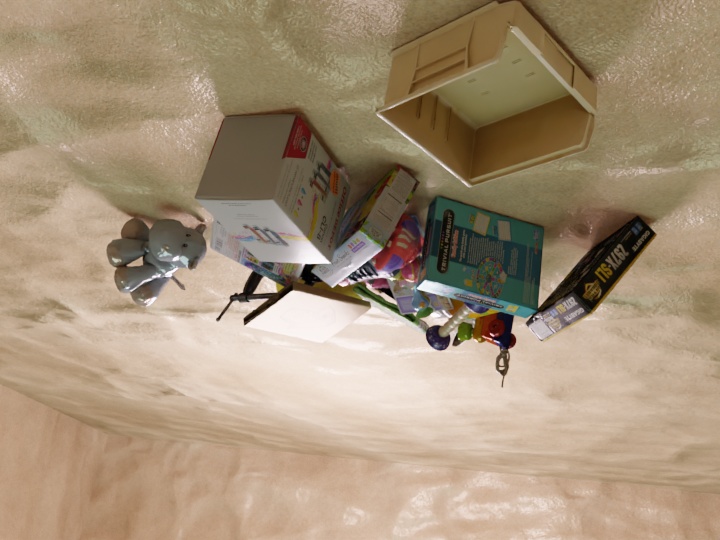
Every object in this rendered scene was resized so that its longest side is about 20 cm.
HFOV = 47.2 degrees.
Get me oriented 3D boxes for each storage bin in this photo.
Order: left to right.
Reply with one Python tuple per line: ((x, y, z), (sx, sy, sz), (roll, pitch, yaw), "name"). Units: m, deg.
((0.161, -0.212, 1.022), (0.197, 0.095, 0.199), (-13, 147, 43), "storage bin")

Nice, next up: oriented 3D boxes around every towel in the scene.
((0.069, 0.076, 1.668), (0.148, 0.031, 0.200), (28, 176, 15), "towel")

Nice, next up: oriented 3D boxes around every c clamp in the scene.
((-0.171, 0.036, 1.629), (0.197, 0.172, 0.027), (-9, 127, 24), "c clamp")

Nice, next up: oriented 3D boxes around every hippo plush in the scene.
((-0.374, -0.017, 1.589), (0.159, 0.162, 0.199), (-12, 148, 42), "hippo plush")

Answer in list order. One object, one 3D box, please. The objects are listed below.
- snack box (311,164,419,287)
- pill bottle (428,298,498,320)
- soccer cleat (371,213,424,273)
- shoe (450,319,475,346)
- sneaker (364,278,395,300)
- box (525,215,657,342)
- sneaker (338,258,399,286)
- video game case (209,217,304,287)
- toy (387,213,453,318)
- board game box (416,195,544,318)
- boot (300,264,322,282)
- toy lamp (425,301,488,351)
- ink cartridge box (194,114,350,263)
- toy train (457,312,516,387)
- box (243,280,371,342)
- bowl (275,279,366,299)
((0.005, -0.068, 1.337), (0.053, 0.143, 0.200), (36, 151, -10), "snack box")
((0.208, 0.032, 1.525), (0.110, 0.113, 0.199), (25, 152, -32), "pill bottle")
((0.068, -0.037, 1.331), (0.076, 0.200, 0.067), (38, 111, -8), "soccer cleat")
((0.243, 0.116, 1.771), (0.069, 0.054, 0.200), (16, 155, -15), "shoe")
((0.051, 0.014, 1.622), (0.199, 0.080, 0.095), (33, 169, -40), "sneaker")
((0.371, 0.015, 1.329), (0.049, 0.200, 0.160), (44, 153, 5), "box")
((0.000, 0.000, 1.440), (0.070, 0.082, 0.200), (51, 165, -16), "sneaker")
((-0.183, -0.044, 1.483), (0.180, 0.024, 0.200), (27, 155, -2), "video game case")
((0.081, 0.002, 1.477), (0.114, 0.047, 0.202), (-7, 122, 33), "toy")
((0.201, -0.021, 1.361), (0.197, 0.153, 0.047), (15, 157, -11), "board game box")
((-0.090, -0.051, 1.502), (0.199, 0.077, 0.167), (32, 153, -28), "boot")
((0.178, 0.077, 1.455), (0.057, 0.059, 0.200), (17, 143, -16), "toy lamp")
((-0.127, -0.119, 1.265), (0.143, 0.147, 0.200), (3, 155, 26), "ink cartridge box")
((0.241, 0.127, 1.620), (0.114, 0.203, 0.085), (0, 155, 32), "toy train")
((-0.102, 0.084, 1.600), (0.198, 0.022, 0.163), (17, 141, -40), "box")
((-0.091, 0.069, 1.733), (0.197, 0.109, 0.201), (8, 157, 3), "bowl")
